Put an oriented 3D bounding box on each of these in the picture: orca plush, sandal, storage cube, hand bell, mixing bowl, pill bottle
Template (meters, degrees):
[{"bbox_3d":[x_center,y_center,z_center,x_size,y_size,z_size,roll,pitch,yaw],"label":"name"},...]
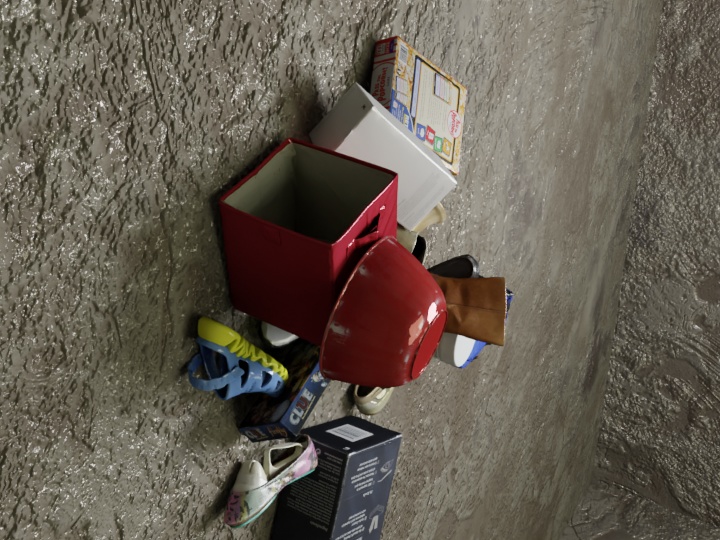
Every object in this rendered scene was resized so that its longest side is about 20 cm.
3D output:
[{"bbox_3d":[-0.096,0.034,1.362,0.104,0.071,0.203,27,63,-18],"label":"orca plush"},{"bbox_3d":[-0.169,0.134,1.241,0.200,0.079,0.088,41,72,-52],"label":"sandal"},{"bbox_3d":[-0.062,-0.035,1.218,0.171,0.197,0.182,-48,150,-41],"label":"storage cube"},{"bbox_3d":[0.047,-0.044,1.561,0.201,0.103,0.105,-52,147,-16],"label":"hand bell"},{"bbox_3d":[0.043,0.070,1.180,0.201,0.107,0.202,-54,160,-30],"label":"mixing bowl"},{"bbox_3d":[0.091,0.085,1.565,0.113,0.197,0.115,-41,140,-47],"label":"pill bottle"}]

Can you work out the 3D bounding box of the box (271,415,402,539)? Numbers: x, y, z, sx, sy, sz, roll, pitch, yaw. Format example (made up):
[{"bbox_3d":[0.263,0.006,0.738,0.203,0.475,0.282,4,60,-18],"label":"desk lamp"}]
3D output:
[{"bbox_3d":[-0.038,0.368,1.563,0.196,0.116,0.204,0,103,-61],"label":"box"}]

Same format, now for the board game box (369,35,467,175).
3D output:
[{"bbox_3d":[0.092,-0.252,1.461,0.199,0.046,0.155,23,69,-48],"label":"board game box"}]

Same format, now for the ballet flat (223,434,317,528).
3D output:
[{"bbox_3d":[-0.139,0.306,1.394,0.199,0.068,0.073,-29,111,-47],"label":"ballet flat"}]

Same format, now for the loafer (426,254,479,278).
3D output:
[{"bbox_3d":[0.099,0.041,1.466,0.199,0.074,0.072,-36,163,14],"label":"loafer"}]

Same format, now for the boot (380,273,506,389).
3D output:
[{"bbox_3d":[0.122,0.095,1.418,0.068,0.196,0.193,150,-53,-78],"label":"boot"}]

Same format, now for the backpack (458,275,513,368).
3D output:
[{"bbox_3d":[0.190,0.102,1.809,0.199,0.160,0.171,-26,130,-56],"label":"backpack"}]

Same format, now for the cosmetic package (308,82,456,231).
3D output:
[{"bbox_3d":[0.034,-0.160,1.334,0.107,0.085,0.199,-43,128,13],"label":"cosmetic package"}]

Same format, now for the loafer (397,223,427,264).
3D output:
[{"bbox_3d":[0.072,-0.024,1.459,0.077,0.067,0.200,-69,161,-4],"label":"loafer"}]

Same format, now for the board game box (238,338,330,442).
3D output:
[{"bbox_3d":[-0.086,0.154,1.347,0.035,0.135,0.201,43,58,-17],"label":"board game box"}]

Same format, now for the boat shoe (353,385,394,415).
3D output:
[{"bbox_3d":[0.050,0.163,1.675,0.201,0.071,0.065,-55,149,-22],"label":"boat shoe"}]

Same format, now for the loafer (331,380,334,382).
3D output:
[{"bbox_3d":[0.023,0.136,1.473,0.076,0.196,0.069,60,21,-67],"label":"loafer"}]
